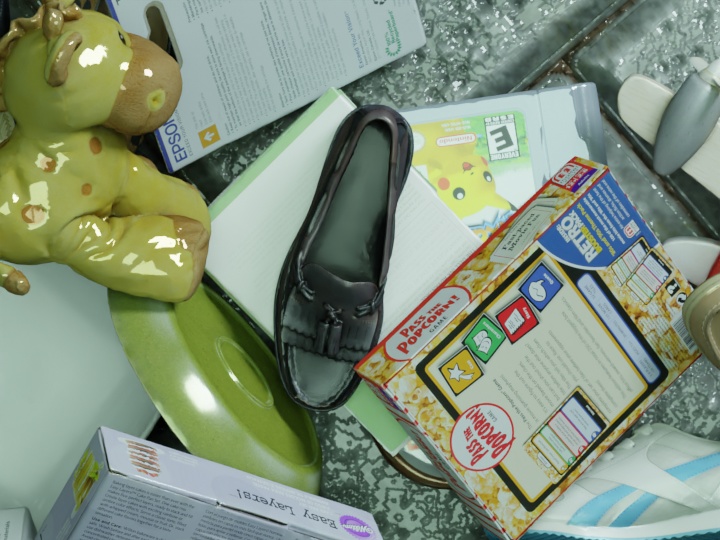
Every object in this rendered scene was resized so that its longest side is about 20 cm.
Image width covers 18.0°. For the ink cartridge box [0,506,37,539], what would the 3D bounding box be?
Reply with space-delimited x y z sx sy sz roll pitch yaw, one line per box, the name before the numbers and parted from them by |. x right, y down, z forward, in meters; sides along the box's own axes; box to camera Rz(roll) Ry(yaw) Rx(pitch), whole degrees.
ink cartridge box | -0.294 0.238 1.443 0.200 0.085 0.145 -8 129 6

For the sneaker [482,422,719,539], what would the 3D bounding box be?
sneaker | 0.179 0.148 1.505 0.200 0.077 0.081 -6 67 1

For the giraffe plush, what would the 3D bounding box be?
giraffe plush | -0.172 -0.087 1.379 0.200 0.173 0.162 -1 116 -39

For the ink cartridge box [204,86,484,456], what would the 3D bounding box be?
ink cartridge box | 0.000 0.000 1.484 0.146 0.048 0.200 -45 92 -1

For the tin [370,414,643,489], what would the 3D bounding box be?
tin | 0.101 0.077 1.520 0.200 0.042 0.112 -18 84 -1

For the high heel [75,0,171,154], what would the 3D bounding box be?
high heel | -0.133 -0.174 1.475 0.071 0.142 0.200 3 82 -38

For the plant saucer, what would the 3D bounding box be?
plant saucer | -0.083 0.072 1.436 0.031 0.200 0.200 -38 88 13

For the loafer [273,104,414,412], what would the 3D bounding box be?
loafer | -0.012 -0.009 1.430 0.072 0.063 0.200 13 89 0

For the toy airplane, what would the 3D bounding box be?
toy airplane | 0.281 -0.054 1.475 0.200 0.141 0.200 -12 88 -1

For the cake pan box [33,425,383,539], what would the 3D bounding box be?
cake pan box | -0.106 0.201 1.361 0.200 0.052 0.184 19 117 -24

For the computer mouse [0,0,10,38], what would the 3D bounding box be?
computer mouse | -0.278 -0.202 1.489 0.138 0.053 0.200 -3 67 -4

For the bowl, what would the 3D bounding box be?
bowl | -0.232 0.070 1.498 0.200 0.075 0.200 37 88 2

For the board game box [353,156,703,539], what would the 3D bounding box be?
board game box | 0.116 0.051 1.443 0.200 0.046 0.152 -43 116 -10

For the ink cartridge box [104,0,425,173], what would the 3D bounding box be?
ink cartridge box | -0.070 -0.188 1.455 0.200 0.043 0.197 -27 130 -12

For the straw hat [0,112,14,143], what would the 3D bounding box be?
straw hat | -0.327 -0.077 1.498 0.201 0.085 0.201 0 87 -1

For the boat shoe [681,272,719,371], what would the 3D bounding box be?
boat shoe | 0.283 0.071 1.458 0.071 0.065 0.200 -41 123 18

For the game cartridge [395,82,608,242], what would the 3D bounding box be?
game cartridge | 0.070 -0.047 1.526 0.200 0.040 0.134 -9 91 -1
